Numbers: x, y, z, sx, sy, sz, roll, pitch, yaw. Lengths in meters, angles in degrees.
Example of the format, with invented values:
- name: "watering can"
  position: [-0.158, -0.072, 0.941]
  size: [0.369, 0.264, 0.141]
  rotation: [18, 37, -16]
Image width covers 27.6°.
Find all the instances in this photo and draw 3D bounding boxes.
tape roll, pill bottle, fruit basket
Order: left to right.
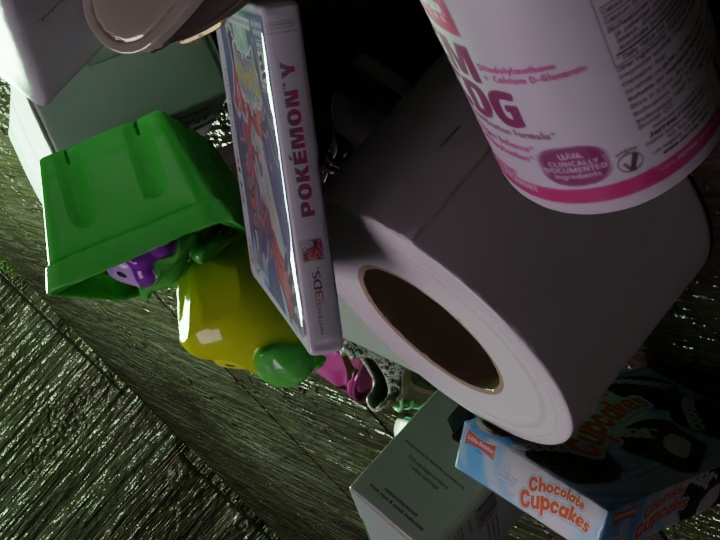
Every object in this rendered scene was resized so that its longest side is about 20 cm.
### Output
- name: "fruit basket"
  position: [-0.120, 0.002, 1.030]
  size: [0.216, 0.154, 0.217]
  rotation: [-21, -90, -85]
- name: "tape roll"
  position: [0.082, -0.016, 0.854]
  size: [0.202, 0.139, 0.203]
  rotation: [38, 165, 12]
- name: "pill bottle"
  position: [0.080, -0.128, 0.613]
  size: [0.113, 0.114, 0.201]
  rotation: [27, 158, 42]

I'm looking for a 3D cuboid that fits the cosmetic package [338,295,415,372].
- name: "cosmetic package"
  position: [0.000, 0.000, 1.186]
  size: [0.199, 0.090, 0.107]
  rotation: [25, 155, 54]

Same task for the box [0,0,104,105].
- name: "box"
  position: [-0.186, -0.244, 0.779]
  size: [0.199, 0.200, 0.171]
  rotation: [38, 166, 8]

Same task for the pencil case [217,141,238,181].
- name: "pencil case"
  position: [-0.128, -0.051, 1.197]
  size: [0.199, 0.088, 0.088]
  rotation: [-24, 121, 29]

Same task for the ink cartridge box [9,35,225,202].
- name: "ink cartridge box"
  position: [-0.193, -0.125, 1.146]
  size: [0.084, 0.146, 0.200]
  rotation: [64, 164, 2]

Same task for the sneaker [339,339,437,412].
- name: "sneaker"
  position: [0.040, 0.101, 1.345]
  size: [0.077, 0.089, 0.200]
  rotation: [19, 153, 53]

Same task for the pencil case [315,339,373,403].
- name: "pencil case"
  position: [-0.056, 0.040, 1.428]
  size: [0.199, 0.091, 0.094]
  rotation: [35, 149, 16]

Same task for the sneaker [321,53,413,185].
- name: "sneaker"
  position: [-0.001, -0.057, 0.998]
  size: [0.075, 0.106, 0.200]
  rotation: [36, 163, 20]

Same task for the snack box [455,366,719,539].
- name: "snack box"
  position: [0.168, 0.117, 0.941]
  size: [0.116, 0.199, 0.037]
  rotation: [29, 117, 38]

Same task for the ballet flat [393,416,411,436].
- name: "ballet flat"
  position: [0.085, 0.212, 1.574]
  size: [0.199, 0.070, 0.070]
  rotation: [21, 154, 53]

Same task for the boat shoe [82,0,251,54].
- name: "boat shoe"
  position: [-0.052, -0.179, 0.729]
  size: [0.072, 0.199, 0.059]
  rotation: [55, -157, 6]

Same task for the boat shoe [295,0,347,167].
- name: "boat shoe"
  position: [-0.047, -0.130, 0.988]
  size: [0.063, 0.073, 0.201]
  rotation: [31, 168, 19]

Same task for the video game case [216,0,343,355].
- name: "video game case"
  position: [-0.051, -0.065, 0.838]
  size: [0.200, 0.023, 0.184]
  rotation: [-138, 39, -72]

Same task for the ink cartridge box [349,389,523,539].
- name: "ink cartridge box"
  position: [0.093, 0.141, 1.129]
  size: [0.083, 0.200, 0.147]
  rotation: [38, 163, 23]
